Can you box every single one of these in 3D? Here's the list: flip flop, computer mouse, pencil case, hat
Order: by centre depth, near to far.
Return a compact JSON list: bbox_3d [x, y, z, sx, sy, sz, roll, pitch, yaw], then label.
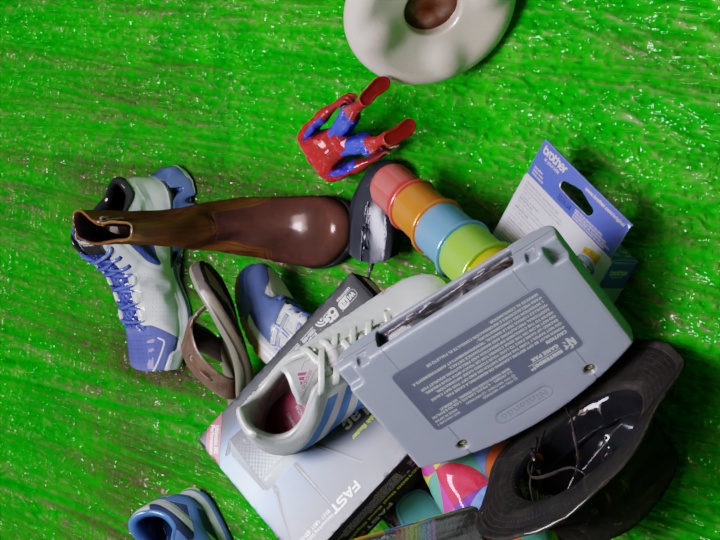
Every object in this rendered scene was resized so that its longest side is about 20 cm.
[{"bbox_3d":[0.182,0.149,1.447,0.081,0.201,0.200,46,133,-13],"label":"hat"},{"bbox_3d":[0.121,0.216,1.527,0.088,0.088,0.201,-49,54,35],"label":"pencil case"},{"bbox_3d":[0.000,0.000,1.659,0.058,0.034,0.202,9,81,34],"label":"computer mouse"},{"bbox_3d":[-0.131,0.080,1.752,0.081,0.057,0.201,-111,9,-45],"label":"flip flop"}]

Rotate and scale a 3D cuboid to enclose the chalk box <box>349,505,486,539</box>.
[{"bbox_3d":[-0.004,0.268,1.469,0.124,0.199,0.126,-30,74,57],"label":"chalk box"}]

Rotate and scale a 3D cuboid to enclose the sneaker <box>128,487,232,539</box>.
[{"bbox_3d":[-0.147,0.287,1.812,0.200,0.082,0.074,44,119,36],"label":"sneaker"}]

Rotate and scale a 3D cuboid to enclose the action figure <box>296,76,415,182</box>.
[{"bbox_3d":[-0.009,-0.116,1.663,0.066,0.052,0.200,53,157,-6],"label":"action figure"}]

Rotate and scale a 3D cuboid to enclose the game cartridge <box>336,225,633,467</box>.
[{"bbox_3d":[0.098,0.064,1.469,0.199,0.133,0.042,-32,34,16],"label":"game cartridge"}]

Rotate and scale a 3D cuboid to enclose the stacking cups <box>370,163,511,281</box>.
[{"bbox_3d":[0.076,-0.026,1.553,0.200,0.060,0.061,48,123,48],"label":"stacking cups"}]

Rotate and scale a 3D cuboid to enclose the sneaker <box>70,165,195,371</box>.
[{"bbox_3d":[-0.229,-0.004,1.882,0.080,0.114,0.202,4,92,48],"label":"sneaker"}]

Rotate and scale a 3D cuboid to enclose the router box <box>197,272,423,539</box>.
[{"bbox_3d":[-0.016,0.126,1.592,0.200,0.062,0.150,-48,64,7],"label":"router box"}]

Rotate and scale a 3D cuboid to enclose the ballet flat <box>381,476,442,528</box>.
[{"bbox_3d":[0.038,0.188,1.625,0.074,0.074,0.201,-46,57,36],"label":"ballet flat"}]

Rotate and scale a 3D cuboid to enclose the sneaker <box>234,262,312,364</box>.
[{"bbox_3d":[-0.041,0.067,1.723,0.088,0.075,0.201,-39,65,23],"label":"sneaker"}]

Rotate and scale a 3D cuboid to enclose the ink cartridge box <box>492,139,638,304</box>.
[{"bbox_3d":[0.144,0.012,1.533,0.119,0.042,0.201,49,126,38],"label":"ink cartridge box"}]

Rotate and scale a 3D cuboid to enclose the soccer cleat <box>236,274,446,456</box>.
[{"bbox_3d":[-0.012,0.075,1.519,0.200,0.086,0.070,-42,64,9],"label":"soccer cleat"}]

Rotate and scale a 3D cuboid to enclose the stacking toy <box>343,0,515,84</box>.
[{"bbox_3d":[0.037,-0.265,1.618,0.147,0.145,0.201,-57,34,29],"label":"stacking toy"}]

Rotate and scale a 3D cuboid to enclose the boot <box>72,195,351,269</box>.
[{"bbox_3d":[-0.126,-0.043,1.709,0.187,0.199,0.069,14,99,46],"label":"boot"}]
